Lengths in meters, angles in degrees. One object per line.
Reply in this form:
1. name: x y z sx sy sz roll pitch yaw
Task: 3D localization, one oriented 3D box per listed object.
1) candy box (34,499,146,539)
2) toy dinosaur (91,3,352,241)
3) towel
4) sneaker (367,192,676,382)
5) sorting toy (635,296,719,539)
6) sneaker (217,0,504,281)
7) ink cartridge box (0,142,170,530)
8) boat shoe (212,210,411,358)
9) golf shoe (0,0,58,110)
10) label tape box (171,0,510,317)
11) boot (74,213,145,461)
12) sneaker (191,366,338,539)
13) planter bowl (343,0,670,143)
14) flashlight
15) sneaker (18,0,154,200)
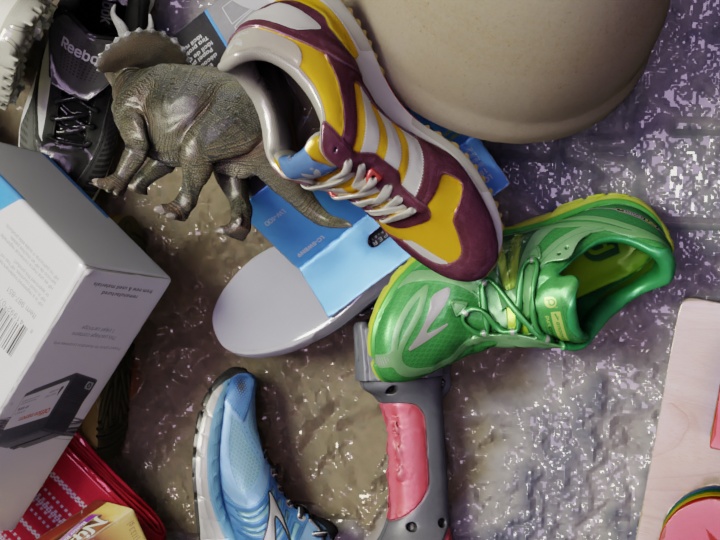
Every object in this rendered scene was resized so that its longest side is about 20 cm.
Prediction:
1. candy box: -0.162 0.261 0.992 0.056 0.117 0.201 0 115 53
2. toy dinosaur: -0.093 -0.081 0.919 0.200 0.077 0.103 25 98 22
3. towel: -0.237 0.183 1.061 0.145 0.022 0.200 46 113 -2
4. sneaker: 0.096 0.012 0.942 0.200 0.084 0.074 -24 117 -4
5. sorting toy: 0.271 0.132 0.936 0.199 0.070 0.199 11 94 13
6. sneaker: -0.003 -0.060 0.884 0.200 0.090 0.075 50 135 -8
7. ink cartridge box: -0.231 0.041 0.970 0.145 0.084 0.200 42 106 29
8. boat shoe: 0.000 0.000 1.005 0.200 0.057 0.069 -30 65 13
9. golf shoe: -0.250 -0.155 0.991 0.097 0.200 0.079 24 89 -21
10. label tape box: -0.023 -0.096 0.975 0.144 0.063 0.200 -37 63 10
11. boot: -0.253 0.036 1.068 0.199 0.066 0.176 9 93 15
12. sneaker: -0.062 0.160 1.030 0.090 0.078 0.201 -8 93 -5
13. planter bowl: 0.095 -0.190 0.894 0.200 0.135 0.201 5 66 -11
14. flashlight: 0.024 0.130 1.000 0.068 0.068 0.201 -4 91 17
15. sneaker: -0.180 -0.127 1.021 0.066 0.090 0.201 17 90 -6
